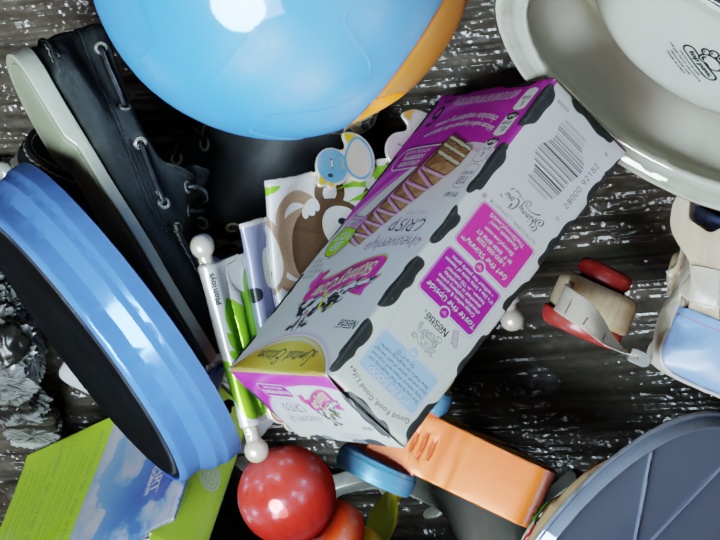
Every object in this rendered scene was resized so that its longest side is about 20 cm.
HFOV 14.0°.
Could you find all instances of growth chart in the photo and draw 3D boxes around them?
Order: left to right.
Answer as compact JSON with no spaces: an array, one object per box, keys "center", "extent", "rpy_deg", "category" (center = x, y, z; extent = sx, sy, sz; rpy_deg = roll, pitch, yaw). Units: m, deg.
[{"center":[0.000,0.000,1.601],"extent":[0.018,0.199,0.146],"rpy_deg":[0,112,65],"category":"growth chart"}]

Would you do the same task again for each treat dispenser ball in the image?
[{"center":[-0.040,-0.167,1.490],"extent":[0.199,0.201,0.202],"rpy_deg":[11,127,15],"category":"treat dispenser ball"}]

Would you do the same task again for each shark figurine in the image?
[{"center":[0.036,0.122,1.742],"extent":[0.214,0.128,0.090],"rpy_deg":[17,144,44],"category":"shark figurine"}]

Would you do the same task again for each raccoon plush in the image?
[{"center":[-0.232,0.017,1.798],"extent":[0.096,0.135,0.200],"rpy_deg":[2,158,3],"category":"raccoon plush"}]

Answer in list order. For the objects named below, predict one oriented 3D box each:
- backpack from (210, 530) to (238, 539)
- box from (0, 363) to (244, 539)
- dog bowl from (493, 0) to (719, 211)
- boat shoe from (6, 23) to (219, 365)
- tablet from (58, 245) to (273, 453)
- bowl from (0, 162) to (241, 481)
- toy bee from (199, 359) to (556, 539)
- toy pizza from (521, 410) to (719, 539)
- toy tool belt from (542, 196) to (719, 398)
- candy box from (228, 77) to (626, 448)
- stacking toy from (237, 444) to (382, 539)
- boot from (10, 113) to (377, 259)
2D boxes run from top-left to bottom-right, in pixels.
[{"center":[-0.058,0.245,1.774],"extent":[0.199,0.151,0.178],"rpy_deg":[9,154,39],"category":"backpack"},{"center":[-0.144,0.141,1.759],"extent":[0.048,0.122,0.199],"rpy_deg":[38,138,-26],"category":"box"},{"center":[0.169,-0.116,1.466],"extent":[0.199,0.074,0.200],"rpy_deg":[29,157,13],"category":"dog bowl"},{"center":[-0.116,-0.046,1.605],"extent":[0.200,0.066,0.075],"rpy_deg":[57,164,5],"category":"boat shoe"},{"center":[-0.094,0.047,1.732],"extent":[0.129,0.014,0.200],"rpy_deg":[23,149,-11],"category":"tablet"},{"center":[-0.141,0.032,1.616],"extent":[0.201,0.039,0.201],"rpy_deg":[50,168,14],"category":"bowl"},{"center":[0.018,0.079,1.670],"extent":[0.131,0.109,0.200],"rpy_deg":[-44,90,3],"category":"toy bee"},{"center":[0.144,0.156,1.668],"extent":[0.032,0.199,0.201],"rpy_deg":[43,137,32],"category":"toy pizza"},{"center":[0.211,0.009,1.585],"extent":[0.199,0.125,0.124],"rpy_deg":[23,93,1],"category":"toy tool belt"},{"center":[0.033,-0.005,1.532],"extent":[0.061,0.200,0.136],"rpy_deg":[42,163,-18],"category":"candy box"},{"center":[-0.005,0.178,1.628],"extent":[0.085,0.086,0.200],"rpy_deg":[-16,124,30],"category":"stacking toy"},{"center":[-0.087,-0.079,1.657],"extent":[0.202,0.074,0.154],"rpy_deg":[20,127,2],"category":"boot"}]
